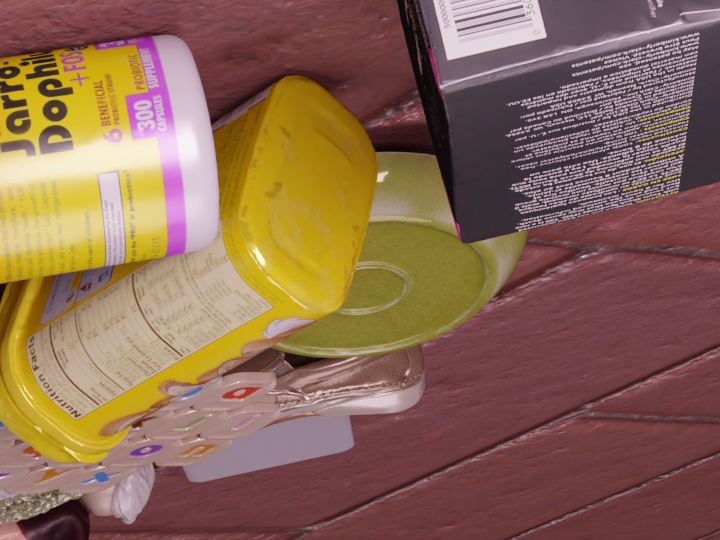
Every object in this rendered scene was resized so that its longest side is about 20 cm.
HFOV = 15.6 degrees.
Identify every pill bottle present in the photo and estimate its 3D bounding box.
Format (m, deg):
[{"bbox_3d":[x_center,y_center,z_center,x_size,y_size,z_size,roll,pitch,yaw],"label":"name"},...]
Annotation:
[{"bbox_3d":[-0.171,-0.046,1.220,0.199,0.105,0.104,-10,163,-11],"label":"pill bottle"}]

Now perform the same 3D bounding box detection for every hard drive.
[{"bbox_3d":[-0.074,0.110,1.921,0.131,0.025,0.200,-12,163,-1],"label":"hard drive"}]

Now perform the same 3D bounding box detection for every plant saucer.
[{"bbox_3d":[0.000,0.000,1.501,0.199,0.031,0.200,-6,150,-4],"label":"plant saucer"}]

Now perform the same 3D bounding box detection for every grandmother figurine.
[{"bbox_3d":[-0.231,0.179,1.797,0.199,0.121,0.061,-27,142,-11],"label":"grandmother figurine"}]

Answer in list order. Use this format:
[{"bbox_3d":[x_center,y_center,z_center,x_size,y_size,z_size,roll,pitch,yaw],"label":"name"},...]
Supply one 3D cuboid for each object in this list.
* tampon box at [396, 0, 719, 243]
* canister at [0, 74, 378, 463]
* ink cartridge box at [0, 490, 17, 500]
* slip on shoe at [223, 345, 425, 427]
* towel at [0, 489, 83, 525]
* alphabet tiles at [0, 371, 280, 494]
[{"bbox_3d":[0.079,-0.121,1.080,0.126,0.151,0.200,-13,163,0],"label":"tampon box"},{"bbox_3d":[-0.092,-0.001,1.352,0.200,0.149,0.086,-29,122,37],"label":"canister"},{"bbox_3d":[-0.211,0.079,1.625,0.199,0.086,0.146,-16,162,13],"label":"ink cartridge box"},{"bbox_3d":[-0.057,0.067,1.748,0.199,0.076,0.061,-5,123,2],"label":"slip on shoe"},{"bbox_3d":[-0.255,0.144,1.773,0.199,0.037,0.148,-18,-166,10],"label":"towel"},{"bbox_3d":[-0.149,0.094,1.551,0.199,0.015,0.195,3,155,-40],"label":"alphabet tiles"}]
